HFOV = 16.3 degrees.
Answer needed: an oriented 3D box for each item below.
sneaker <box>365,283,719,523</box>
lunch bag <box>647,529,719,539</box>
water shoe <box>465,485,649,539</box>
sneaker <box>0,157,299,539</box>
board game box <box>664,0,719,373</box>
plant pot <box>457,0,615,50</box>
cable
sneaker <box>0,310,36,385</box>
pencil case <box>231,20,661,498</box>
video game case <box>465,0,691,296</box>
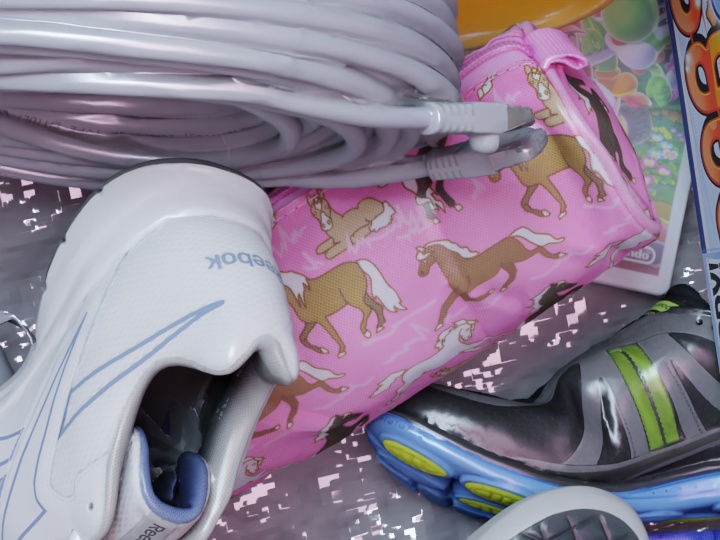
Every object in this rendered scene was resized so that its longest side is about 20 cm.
[{"bbox_3d":[0.096,0.048,0.882,0.199,0.071,0.083,-2,81,-15],"label":"sneaker"},{"bbox_3d":[0.158,0.172,0.824,0.094,0.200,0.151,-1,94,-24],"label":"lunch bag"},{"bbox_3d":[0.022,0.151,0.852,0.071,0.079,0.200,33,95,-14],"label":"water shoe"},{"bbox_3d":[-0.082,0.064,0.733,0.074,0.087,0.200,14,120,-29],"label":"sneaker"},{"bbox_3d":[0.146,-0.043,0.794,0.034,0.135,0.201,-9,89,-17],"label":"board game box"},{"bbox_3d":[-0.004,-0.188,0.778,0.199,0.200,0.184,8,74,-14],"label":"plant pot"},{"bbox_3d":[-0.069,-0.070,0.713,0.199,0.199,0.070,12,79,-45],"label":"cable"},{"bbox_3d":[-0.172,0.095,0.814,0.199,0.075,0.115,-24,98,-16],"label":"sneaker"},{"bbox_3d":[0.000,0.000,0.813,0.199,0.086,0.083,-31,71,12],"label":"pencil case"},{"bbox_3d":[0.061,-0.103,0.885,0.142,0.018,0.201,12,90,-13],"label":"video game case"}]
